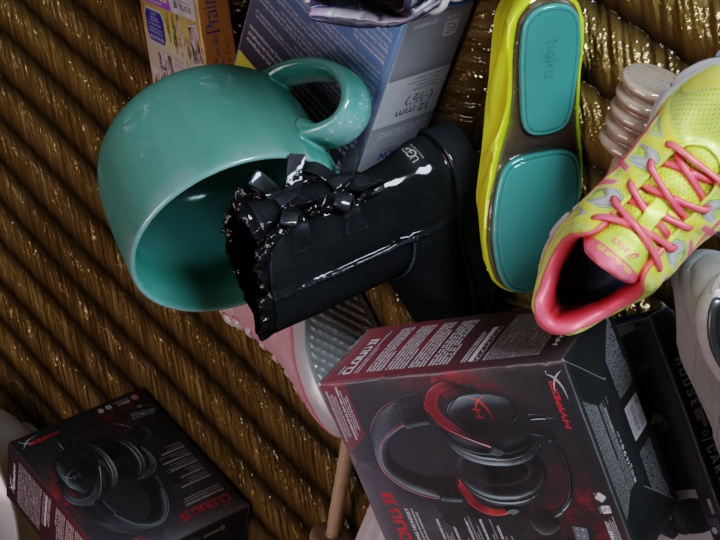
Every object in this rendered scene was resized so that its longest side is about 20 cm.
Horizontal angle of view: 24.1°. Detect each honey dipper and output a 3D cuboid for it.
[{"bbox_3d":[-0.016,0.175,1.363,0.038,0.038,0.200,38,133,36],"label":"honey dipper"},{"bbox_3d":[0.143,-0.029,1.012,0.038,0.038,0.200,42,131,32],"label":"honey dipper"}]

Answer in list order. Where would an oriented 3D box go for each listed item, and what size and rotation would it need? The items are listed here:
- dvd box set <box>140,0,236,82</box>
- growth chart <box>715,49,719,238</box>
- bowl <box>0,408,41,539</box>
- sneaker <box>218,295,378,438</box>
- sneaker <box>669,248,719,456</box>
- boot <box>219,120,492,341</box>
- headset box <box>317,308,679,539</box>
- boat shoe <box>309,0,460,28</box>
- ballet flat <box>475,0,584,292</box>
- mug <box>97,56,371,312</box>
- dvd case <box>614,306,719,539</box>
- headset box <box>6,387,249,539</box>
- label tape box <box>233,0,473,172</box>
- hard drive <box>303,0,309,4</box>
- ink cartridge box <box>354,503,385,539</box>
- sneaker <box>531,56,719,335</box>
[{"bbox_3d":[-0.131,-0.161,1.314,0.146,0.029,0.201,-148,47,-61],"label":"dvd box set"},{"bbox_3d":[0.239,-0.076,0.908,0.145,0.018,0.200,44,138,31],"label":"growth chart"},{"bbox_3d":[-0.388,0.226,1.837,0.201,0.090,0.202,28,128,43],"label":"bowl"},{"bbox_3d":[-0.049,0.044,1.302,0.105,0.075,0.201,-36,71,50],"label":"sneaker"},{"bbox_3d":[0.228,0.074,0.972,0.092,0.076,0.200,-125,17,-67],"label":"sneaker"},{"bbox_3d":[0.000,0.001,1.112,0.073,0.162,0.199,49,156,43],"label":"boot"},{"bbox_3d":[0.077,0.108,1.058,0.200,0.075,0.149,-8,113,35],"label":"headset box"},{"bbox_3d":[0.060,-0.175,0.952,0.199,0.093,0.075,0,135,17],"label":"boat shoe"},{"bbox_3d":[0.103,-0.087,1.054,0.067,0.067,0.200,-128,35,-57],"label":"ballet flat"},{"bbox_3d":[-0.085,-0.069,1.138,0.152,0.185,0.115,83,163,-54],"label":"mug"},{"bbox_3d":[0.154,0.112,1.113,0.200,0.025,0.151,-18,93,56],"label":"dvd case"},{"bbox_3d":[-0.209,0.217,1.543,0.200,0.149,0.077,42,138,34],"label":"headset box"},{"bbox_3d":[-0.014,-0.147,1.167,0.143,0.066,0.200,49,143,26],"label":"label tape box"},{"bbox_3d":[0.023,-0.264,1.018,0.200,0.038,0.140,-22,89,33],"label":"hard drive"},{"bbox_3d":[0.079,0.217,1.225,0.176,0.045,0.200,51,150,21],"label":"ink cartridge box"},{"bbox_3d":[0.160,-0.030,0.914,0.078,0.090,0.200,38,128,3],"label":"sneaker"}]
